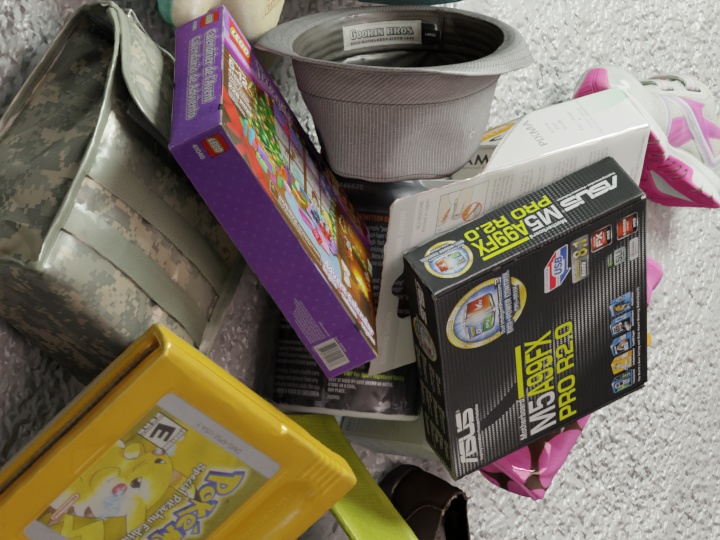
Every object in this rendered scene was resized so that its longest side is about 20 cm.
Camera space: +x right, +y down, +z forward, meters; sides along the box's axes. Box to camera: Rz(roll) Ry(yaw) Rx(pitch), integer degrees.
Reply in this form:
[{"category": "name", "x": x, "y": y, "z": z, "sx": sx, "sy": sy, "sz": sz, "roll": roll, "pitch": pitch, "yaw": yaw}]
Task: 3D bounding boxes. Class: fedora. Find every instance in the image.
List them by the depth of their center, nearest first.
[{"category": "fedora", "x": 0.022, "y": -0.110, "z": 1.486, "sx": 0.200, "sy": 0.176, "sz": 0.091, "roll": -49, "pitch": 143, "yaw": -66}]

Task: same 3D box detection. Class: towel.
[{"category": "towel", "x": 0.013, "y": 0.176, "z": 1.571, "sx": 0.018, "sy": 0.200, "sz": 0.086, "roll": -43, "pitch": 159, "yaw": 16}]

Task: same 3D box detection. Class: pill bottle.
[{"category": "pill bottle", "x": 0.000, "y": 0.000, "z": 1.590, "sx": 0.106, "sy": 0.106, "sz": 0.201, "roll": 8, "pitch": 87, "yaw": -46}]

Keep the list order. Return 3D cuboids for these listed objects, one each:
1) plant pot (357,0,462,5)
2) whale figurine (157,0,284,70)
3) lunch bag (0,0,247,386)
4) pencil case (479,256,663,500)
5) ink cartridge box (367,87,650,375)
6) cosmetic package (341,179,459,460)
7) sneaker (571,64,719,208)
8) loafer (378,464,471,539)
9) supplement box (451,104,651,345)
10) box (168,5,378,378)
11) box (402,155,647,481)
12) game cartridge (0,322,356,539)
[{"category": "plant pot", "x": 0.026, "y": -0.259, "z": 1.566, "sx": 0.134, "sy": 0.200, "sz": 0.201, "roll": -33, "pitch": 119, "yaw": -11}, {"category": "whale figurine", "x": -0.100, "y": -0.205, "z": 1.498, "sx": 0.159, "sy": 0.103, "sz": 0.201, "roll": -55, "pitch": 153, "yaw": -46}, {"category": "lunch bag", "x": -0.146, "y": -0.047, "z": 1.428, "sx": 0.164, "sy": 0.117, "sz": 0.201, "roll": 46, "pitch": 57, "yaw": -43}, {"category": "pencil case", "x": 0.136, "y": 0.063, "z": 1.670, "sx": 0.093, "sy": 0.091, "sz": 0.201, "roll": 27, "pitch": 89, "yaw": -20}, {"category": "ink cartridge box", "x": 0.090, "y": -0.025, "z": 1.528, "sx": 0.199, "sy": 0.050, "sz": 0.161, "roll": -15, "pitch": 137, "yaw": -22}, {"category": "cosmetic package", "x": 0.054, "y": 0.035, "z": 1.669, "sx": 0.051, "sy": 0.082, "sz": 0.201, "roll": 30, "pitch": 72, "yaw": -46}, {"category": "sneaker", "x": 0.235, "y": -0.124, "z": 1.861, "sx": 0.200, "sy": 0.081, "sz": 0.089, "roll": 36, "pitch": 65, "yaw": -51}, {"category": "loafer", "x": 0.060, "y": 0.243, "z": 1.693, "sx": 0.073, "sy": 0.071, "sz": 0.201, "roll": -28, "pitch": 112, "yaw": -42}, {"category": "supplement box", "x": 0.148, "y": -0.017, "z": 1.770, "sx": 0.126, "sy": 0.073, "sz": 0.201, "roll": -26, "pitch": 110, "yaw": -43}, {"category": "box", "x": -0.052, "y": -0.049, "z": 1.432, "sx": 0.200, "sy": 0.039, "sz": 0.137, "roll": 56, "pitch": 17, "yaw": -33}, {"category": "box", "x": 0.114, "y": 0.035, "z": 1.534, "sx": 0.160, "sy": 0.044, "sz": 0.200, "roll": -25, "pitch": 140, "yaw": -15}, {"category": "game cartridge", "x": -0.123, "y": 0.142, "z": 1.434, "sx": 0.176, "sy": 0.032, "sz": 0.200, "roll": -43, "pitch": 131, "yaw": 8}]
